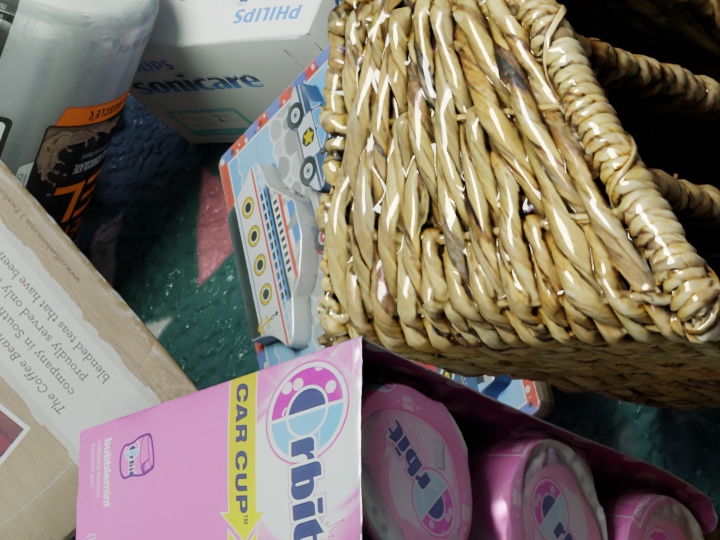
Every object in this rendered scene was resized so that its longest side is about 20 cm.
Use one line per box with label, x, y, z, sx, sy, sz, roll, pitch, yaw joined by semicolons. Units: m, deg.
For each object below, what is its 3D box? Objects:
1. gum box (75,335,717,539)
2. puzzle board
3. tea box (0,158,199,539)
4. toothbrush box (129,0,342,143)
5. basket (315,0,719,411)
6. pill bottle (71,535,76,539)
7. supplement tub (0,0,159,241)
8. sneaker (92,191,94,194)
gum box;0.020;0.092;0.743;0.113;0.200;0.066;-20;60;35
puzzle board;0.000;0.000;0.898;0.151;0.017;0.201;-41;49;40
tea box;-0.183;0.030;0.851;0.134;0.200;0.197;-42;4;-19
toothbrush box;-0.018;-0.163;1.056;0.146;0.085;0.200;0;60;42
basket;0.103;-0.035;0.743;0.149;0.200;0.143;-4;79;42
pill bottle;-0.054;0.177;0.810;0.109;0.109;0.200;-46;40;4
supplement tub;-0.172;-0.055;1.010;0.200;0.122;0.123;-66;33;26
sneaker;-0.219;-0.010;1.135;0.200;0.074;0.088;-40;46;11
